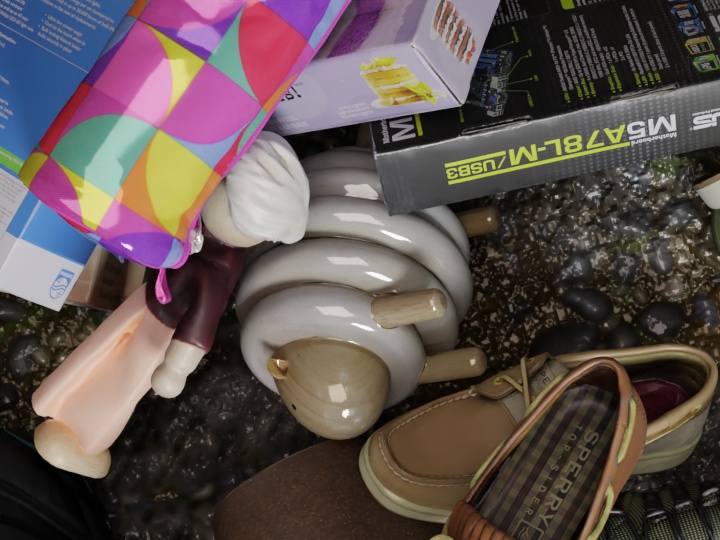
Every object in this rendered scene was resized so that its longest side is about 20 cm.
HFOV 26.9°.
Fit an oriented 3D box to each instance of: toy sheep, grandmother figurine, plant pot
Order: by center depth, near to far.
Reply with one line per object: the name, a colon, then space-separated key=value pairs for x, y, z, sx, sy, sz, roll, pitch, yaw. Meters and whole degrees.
grandmother figurine: x=-0.092 y=0.015 z=0.739 sx=0.060 sy=0.122 sz=0.200 roll=24 pitch=117 yaw=-31
plant pot: x=0.009 y=0.192 z=0.760 sx=0.186 sy=0.187 sz=0.201 roll=-29 pitch=71 yaw=3
toy sheep: x=0.000 y=0.000 z=0.789 sx=0.137 sy=0.138 sz=0.201 roll=7 pitch=51 yaw=6

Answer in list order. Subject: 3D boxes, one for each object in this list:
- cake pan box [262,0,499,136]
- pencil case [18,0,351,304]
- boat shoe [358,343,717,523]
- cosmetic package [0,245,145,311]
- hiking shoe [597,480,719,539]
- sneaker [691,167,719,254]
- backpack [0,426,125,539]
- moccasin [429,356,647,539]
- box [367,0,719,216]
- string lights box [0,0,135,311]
cake pan box: x=-0.004 y=-0.159 z=0.767 sx=0.183 sy=0.052 sz=0.201 roll=-2 pitch=54 yaw=38
pencil case: x=-0.068 y=-0.091 z=0.667 sx=0.088 sy=0.088 sz=0.201 roll=31 pitch=88 yaw=7
boat shoe: x=0.094 y=0.073 z=0.764 sx=0.199 sy=0.067 sz=0.074 roll=-11 pitch=52 yaw=-27
cosmetic package: x=-0.153 y=-0.082 z=0.827 sx=0.087 sy=0.103 sz=0.201 roll=10 pitch=88 yaw=7
hiking shoe: x=0.163 y=0.129 z=0.738 sx=0.199 sy=0.101 sz=0.076 roll=-3 pitch=64 yaw=-31
sneaker: x=0.285 y=-0.040 z=0.802 sx=0.199 sy=0.067 sz=0.090 roll=-19 pitch=91 yaw=4
backpack: x=-0.211 y=0.160 z=0.743 sx=0.153 sy=0.200 sz=0.176 roll=-17 pitch=57 yaw=5
moccasin: x=0.066 y=0.127 z=0.658 sx=0.073 sy=0.078 sz=0.202 roll=31 pitch=71 yaw=24
box: x=0.092 y=-0.125 z=0.777 sx=0.192 sy=0.048 sz=0.201 roll=-14 pitch=43 yaw=5
string lights box: x=-0.146 y=-0.095 z=0.733 sx=0.103 sy=0.059 sz=0.201 roll=30 pitch=89 yaw=27
